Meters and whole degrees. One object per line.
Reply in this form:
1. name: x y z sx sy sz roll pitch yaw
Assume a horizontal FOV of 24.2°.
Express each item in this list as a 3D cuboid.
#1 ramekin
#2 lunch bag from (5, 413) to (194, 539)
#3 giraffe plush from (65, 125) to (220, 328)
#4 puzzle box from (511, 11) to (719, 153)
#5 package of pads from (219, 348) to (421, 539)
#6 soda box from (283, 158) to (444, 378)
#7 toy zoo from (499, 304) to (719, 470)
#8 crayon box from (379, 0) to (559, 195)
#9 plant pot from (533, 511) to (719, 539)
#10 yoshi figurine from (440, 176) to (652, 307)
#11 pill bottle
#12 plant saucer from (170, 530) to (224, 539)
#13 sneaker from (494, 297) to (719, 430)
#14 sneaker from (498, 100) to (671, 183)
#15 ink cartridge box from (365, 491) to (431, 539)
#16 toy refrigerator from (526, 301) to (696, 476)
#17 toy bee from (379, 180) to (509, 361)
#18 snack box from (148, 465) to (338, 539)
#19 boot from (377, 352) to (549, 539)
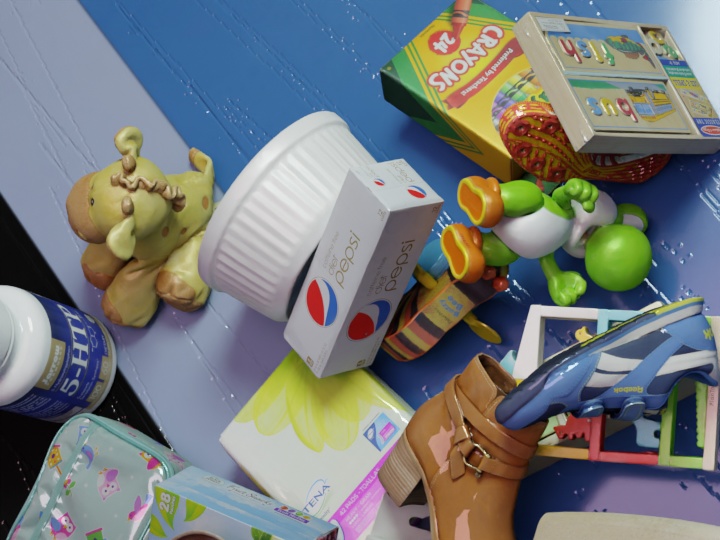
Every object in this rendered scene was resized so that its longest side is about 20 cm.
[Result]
1. ramekin: -0.053 -0.041 1.579 0.094 0.202 0.203 39 95 16
2. lunch bag: -0.263 0.252 1.660 0.160 0.077 0.201 27 89 26
3. giraffe plush: -0.220 -0.051 1.665 0.200 0.162 0.173 -34 66 13
4. puzzle box: 0.233 -0.163 1.481 0.025 0.199 0.133 -43 63 40
5. package of pads: -0.020 0.172 1.579 0.200 0.068 0.155 43 95 26
6. soda box: 0.000 0.000 1.504 0.064 0.068 0.201 47 131 31
7. toy zoo: 0.210 0.099 1.447 0.199 0.020 0.132 2 85 21
8. crayon box: 0.132 -0.165 1.577 0.200 0.051 0.127 36 68 25
9. plant pot: 0.232 0.296 1.381 0.177 0.200 0.201 14 84 38
10. yoshi figurine: 0.179 -0.026 1.471 0.112 0.199 0.113 -17 75 60
11. pill bottle: -0.341 0.080 1.667 0.119 0.200 0.120 -5 76 22
12. plant saucer: -0.131 0.329 1.471 0.200 0.037 0.202 -7 80 48
13. sneaker: 0.207 0.093 1.377 0.199 0.074 0.083 -24 90 -5
14. sneaker: 0.191 -0.123 1.497 0.073 0.199 0.077 -51 51 30
15. ink cartridge box: 0.050 0.308 1.482 0.067 0.117 0.201 5 77 64
16. toy refrigerator: 0.200 0.109 1.496 0.199 0.070 0.076 -28 68 16
17. toy bee: 0.088 0.006 1.537 0.130 0.109 0.201 19 103 -17
18. snack box: -0.118 0.305 1.551 0.168 0.068 0.201 19 110 26
19. boot: 0.117 0.184 1.435 0.200 0.074 0.155 46 114 17
